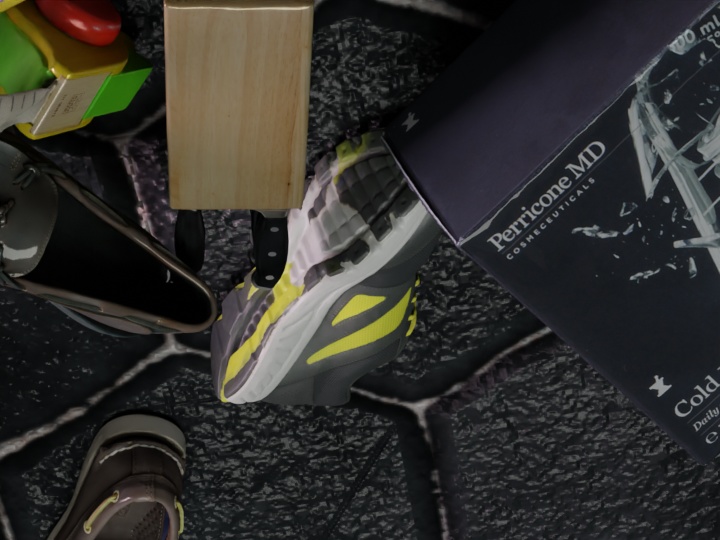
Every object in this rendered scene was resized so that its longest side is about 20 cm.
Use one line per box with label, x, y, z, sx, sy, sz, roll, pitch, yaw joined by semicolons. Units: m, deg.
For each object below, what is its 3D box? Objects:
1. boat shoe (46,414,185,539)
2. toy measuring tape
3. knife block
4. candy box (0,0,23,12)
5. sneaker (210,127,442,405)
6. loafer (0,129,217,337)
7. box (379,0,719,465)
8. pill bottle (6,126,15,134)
boat shoe;-0.144;0.171;1.332;0.072;0.060;0.200;10;131;-15
toy measuring tape;-0.157;-0.094;1.025;0.074;0.200;0.074;4;102;21
knife block;-0.056;-0.062;1.054;0.064;0.200;0.176;-2;103;-4
candy box;-0.154;-0.167;0.986;0.200;0.026;0.102;-28;117;-7
sneaker;0.000;0.000;1.191;0.085;0.074;0.200;14;135;-35
loafer;-0.143;-0.019;1.046;0.063;0.072;0.200;14;170;44
box;0.155;-0.052;1.077;0.200;0.124;0.197;-44;122;9
pill bottle;-0.264;-0.079;1.056;0.112;0.112;0.200;-35;127;24
